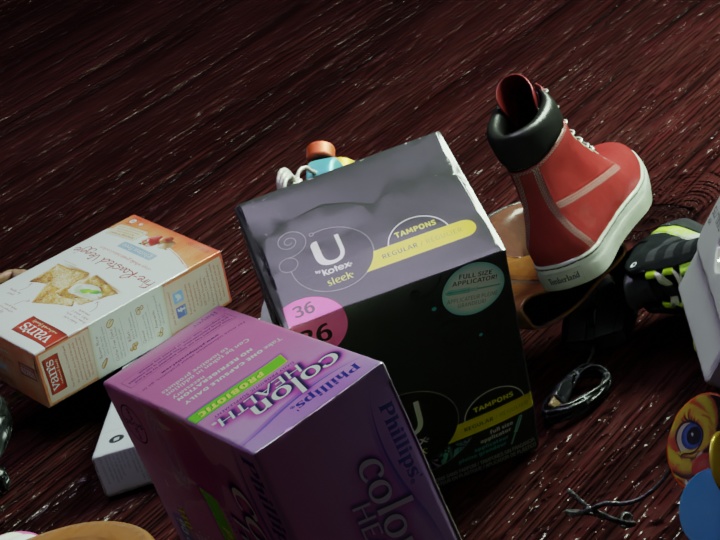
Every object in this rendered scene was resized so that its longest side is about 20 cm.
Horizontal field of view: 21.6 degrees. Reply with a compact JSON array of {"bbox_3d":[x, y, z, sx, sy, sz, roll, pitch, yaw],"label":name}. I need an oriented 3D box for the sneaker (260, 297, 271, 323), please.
[{"bbox_3d":[-0.031,0.009,1.545,0.074,0.091,0.200,14,21,4],"label":"sneaker"}]

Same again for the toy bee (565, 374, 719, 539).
[{"bbox_3d":[0.211,0.107,1.062,0.199,0.110,0.131,12,-3,21],"label":"toy bee"}]

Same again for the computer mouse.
[{"bbox_3d":[0.166,0.052,1.394,0.058,0.034,0.200,-10,22,22],"label":"computer mouse"}]

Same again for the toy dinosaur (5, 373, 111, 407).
[{"bbox_3d":[-0.246,0.080,1.654,0.199,0.061,0.106,-20,21,-3],"label":"toy dinosaur"}]

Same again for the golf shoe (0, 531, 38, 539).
[{"bbox_3d":[-0.240,0.242,1.225,0.091,0.076,0.200,6,30,20],"label":"golf shoe"}]

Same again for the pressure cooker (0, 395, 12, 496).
[{"bbox_3d":[-0.359,0.143,1.425,0.199,0.179,0.177,-22,58,-11],"label":"pressure cooker"}]

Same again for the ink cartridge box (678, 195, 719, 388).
[{"bbox_3d":[0.305,0.011,1.075,0.199,0.147,0.147,21,21,-6],"label":"ink cartridge box"}]

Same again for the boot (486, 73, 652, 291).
[{"bbox_3d":[0.150,-0.090,1.375,0.072,0.145,0.200,-17,17,25],"label":"boot"}]

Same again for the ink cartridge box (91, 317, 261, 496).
[{"bbox_3d":[-0.105,0.095,1.512,0.199,0.041,0.200,-16,19,6],"label":"ink cartridge box"}]

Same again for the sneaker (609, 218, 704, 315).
[{"bbox_3d":[0.231,0.013,1.344,0.082,0.072,0.200,-24,8,-8],"label":"sneaker"}]

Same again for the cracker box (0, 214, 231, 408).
[{"bbox_3d":[-0.230,0.031,1.628,0.199,0.058,0.134,-31,35,-32],"label":"cracker box"}]

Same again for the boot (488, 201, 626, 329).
[{"bbox_3d":[0.132,-0.009,1.456,0.188,0.069,0.200,-32,7,-30],"label":"boot"}]

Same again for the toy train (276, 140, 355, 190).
[{"bbox_3d":[0.000,0.000,1.437,0.055,0.201,0.150,-11,19,18],"label":"toy train"}]

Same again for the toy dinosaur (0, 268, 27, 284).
[{"bbox_3d":[-0.286,0.032,1.799,0.134,0.087,0.200,-7,4,1],"label":"toy dinosaur"}]

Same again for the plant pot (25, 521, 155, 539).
[{"bbox_3d":[-0.155,0.234,1.043,0.199,0.141,0.200,-17,21,6],"label":"plant pot"}]

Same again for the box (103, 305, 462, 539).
[{"bbox_3d":[-0.042,0.134,1.142,0.096,0.177,0.200,-34,25,-24],"label":"box"}]

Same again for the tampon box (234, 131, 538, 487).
[{"bbox_3d":[0.021,0.039,1.262,0.149,0.201,0.127,-21,46,-5],"label":"tampon box"}]
